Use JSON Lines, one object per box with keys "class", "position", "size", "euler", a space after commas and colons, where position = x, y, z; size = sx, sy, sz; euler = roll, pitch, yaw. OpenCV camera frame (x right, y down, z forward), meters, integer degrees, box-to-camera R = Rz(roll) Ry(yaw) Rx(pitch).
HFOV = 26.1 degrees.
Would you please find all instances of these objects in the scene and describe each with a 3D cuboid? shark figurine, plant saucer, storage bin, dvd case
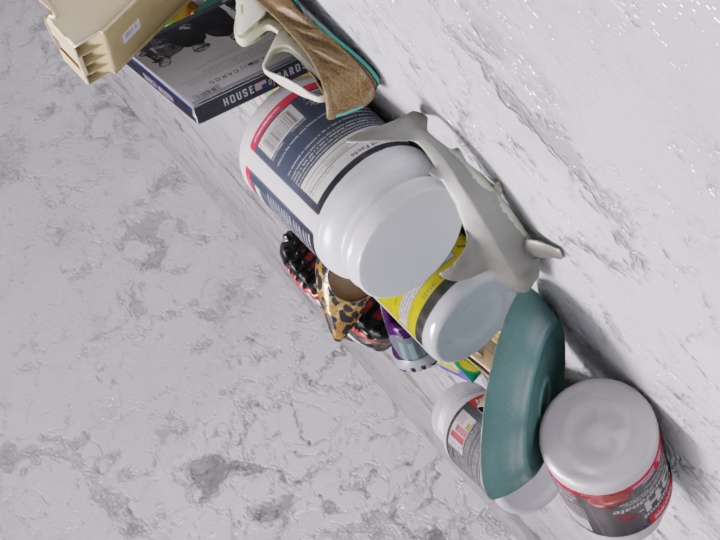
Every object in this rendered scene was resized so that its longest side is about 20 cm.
{"class": "shark figurine", "position": [0.085, -0.042, 1.318], "size": [0.215, 0.089, 0.128], "euler": [50, 172, -19]}
{"class": "plant saucer", "position": [0.157, 0.117, 1.445], "size": [0.036, 0.201, 0.200], "euler": [8, 157, 19]}
{"class": "storage bin", "position": [-0.215, -0.284, 1.450], "size": [0.094, 0.199, 0.200], "euler": [45, 173, -2]}
{"class": "dvd case", "position": [-0.135, -0.212, 1.522], "size": [0.200, 0.150, 0.025], "euler": [41, 154, 52]}

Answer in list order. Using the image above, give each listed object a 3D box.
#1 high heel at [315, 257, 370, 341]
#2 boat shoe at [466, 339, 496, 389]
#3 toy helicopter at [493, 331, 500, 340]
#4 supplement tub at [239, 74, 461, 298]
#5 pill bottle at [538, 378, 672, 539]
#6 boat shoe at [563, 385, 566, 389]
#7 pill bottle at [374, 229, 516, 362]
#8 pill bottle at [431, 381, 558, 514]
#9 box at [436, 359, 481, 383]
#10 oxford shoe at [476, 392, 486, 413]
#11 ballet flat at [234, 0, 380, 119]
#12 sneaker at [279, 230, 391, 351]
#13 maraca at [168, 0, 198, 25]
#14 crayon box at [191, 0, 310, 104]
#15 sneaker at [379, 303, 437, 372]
{"class": "high heel", "position": [0.000, 0.000, 1.767], "size": [0.071, 0.202, 0.143], "euler": [5, -167, -18]}
{"class": "boat shoe", "position": [0.172, 0.127, 1.771], "size": [0.200, 0.064, 0.071], "euler": [48, 173, 15]}
{"class": "toy helicopter", "position": [0.129, 0.042, 1.647], "size": [0.199, 0.079, 0.133], "euler": [33, 157, 29]}
{"class": "supplement tub", "position": [-0.011, -0.081, 1.475], "size": [0.200, 0.140, 0.141], "euler": [45, 172, 35]}
{"class": "pill bottle", "position": [0.240, 0.191, 1.484], "size": [0.111, 0.111, 0.200], "euler": [45, 172, 31]}
{"class": "boat shoe", "position": [0.200, 0.152, 1.629], "size": [0.074, 0.063, 0.201], "euler": [41, -172, 1]}
{"class": "pill bottle", "position": [0.054, -0.011, 1.566], "size": [0.200, 0.114, 0.114], "euler": [45, 172, 32]}
{"class": "pill bottle", "position": [0.181, 0.232, 2.082], "size": [0.116, 0.116, 0.200], "euler": [53, 172, -33]}
{"class": "box", "position": [0.072, 0.056, 1.992], "size": [0.200, 0.048, 0.117], "euler": [48, 168, -27]}
{"class": "oxford shoe", "position": [0.216, 0.197, 1.833], "size": [0.200, 0.075, 0.071], "euler": [42, 170, 46]}
{"class": "ballet flat", "position": [-0.069, -0.213, 1.414], "size": [0.200, 0.072, 0.068], "euler": [48, 174, 12]}
{"class": "sneaker", "position": [-0.024, 0.030, 1.928], "size": [0.200, 0.071, 0.098], "euler": [41, 163, 18]}
{"class": "maraca", "position": [-0.237, -0.294, 1.921], "size": [0.137, 0.107, 0.200], "euler": [46, 172, 28]}
{"class": "crayon box", "position": [-0.092, -0.213, 1.657], "size": [0.200, 0.051, 0.126], "euler": [43, 171, 49]}
{"class": "sneaker", "position": [0.051, 0.019, 1.811], "size": [0.088, 0.074, 0.201], "euler": [69, -175, -46]}
